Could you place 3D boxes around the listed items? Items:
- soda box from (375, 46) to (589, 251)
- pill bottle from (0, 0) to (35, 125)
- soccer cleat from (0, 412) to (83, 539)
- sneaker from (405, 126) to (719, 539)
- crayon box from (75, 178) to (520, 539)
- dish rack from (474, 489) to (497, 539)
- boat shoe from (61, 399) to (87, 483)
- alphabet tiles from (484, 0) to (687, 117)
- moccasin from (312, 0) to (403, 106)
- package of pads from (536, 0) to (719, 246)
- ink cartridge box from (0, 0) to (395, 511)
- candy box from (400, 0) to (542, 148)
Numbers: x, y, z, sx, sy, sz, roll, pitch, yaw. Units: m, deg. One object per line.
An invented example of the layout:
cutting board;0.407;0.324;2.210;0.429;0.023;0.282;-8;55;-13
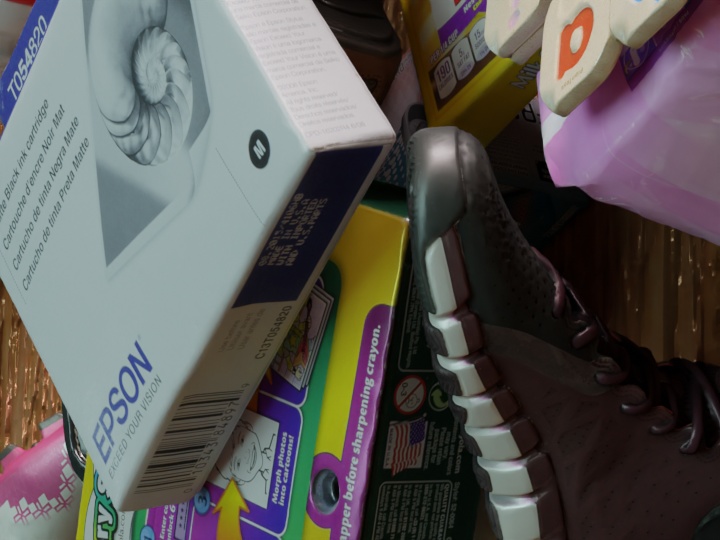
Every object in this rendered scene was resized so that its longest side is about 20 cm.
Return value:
soda box;0.000;0.000;1.160;0.200;0.063;0.068;-47;47;39
pill bottle;-0.161;-0.175;1.383;0.114;0.114;0.200;39;115;51
soccer cleat;-0.142;0.132;1.342;0.200;0.070;0.086;-44;74;35
sneaker;0.086;0.028;0.960;0.076;0.115;0.200;-94;-12;-54
crayon box;-0.030;0.062;1.095;0.172;0.058;0.200;20;104;51
dish rack;0.038;0.142;1.092;0.172;0.043;0.200;-19;68;51
boat shoe;-0.088;-0.005;1.250;0.074;0.066;0.200;18;83;24
alphabet tiles;0.097;-0.150;0.919;0.200;0.015;0.196;-43;32;48
moccasin;-0.025;-0.093;1.111;0.201;0.074;0.078;-111;41;-58
package of pads;0.155;-0.088;0.910;0.200;0.120;0.076;-53;32;34
ink cartridge box;-0.080;-0.052;1.055;0.200;0.041;0.200;60;140;30
candy box;0.077;-0.137;1.015;0.200;0.026;0.102;-46;42;41
